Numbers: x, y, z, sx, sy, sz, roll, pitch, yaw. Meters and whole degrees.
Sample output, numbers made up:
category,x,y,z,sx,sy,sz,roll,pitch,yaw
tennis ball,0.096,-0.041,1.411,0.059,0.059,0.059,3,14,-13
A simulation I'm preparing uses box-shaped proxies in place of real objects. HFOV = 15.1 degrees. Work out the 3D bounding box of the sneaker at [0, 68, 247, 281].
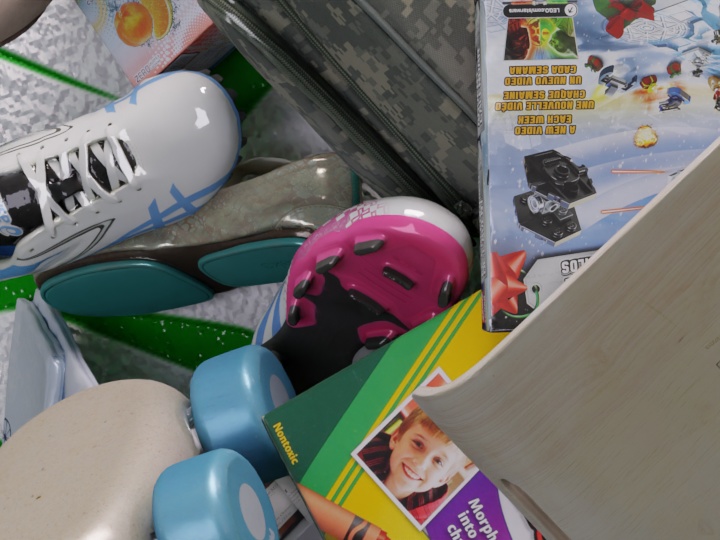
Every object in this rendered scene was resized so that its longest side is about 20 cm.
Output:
category,x,y,z,sx,sy,sz,roll,pitch,yaw
sneaker,-0.138,-0.040,1.311,0.199,0.072,0.072,-22,97,33

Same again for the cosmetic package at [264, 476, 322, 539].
category,x,y,z,sx,sy,sz,roll,pitch,yaw
cosmetic package,-0.040,0.126,1.301,0.200,0.051,0.083,-47,34,4

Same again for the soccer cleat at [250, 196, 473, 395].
category,x,y,z,sx,sy,sz,roll,pitch,yaw
soccer cleat,0.000,0.000,1.218,0.070,0.087,0.200,28,148,-9

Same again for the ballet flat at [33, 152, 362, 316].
category,x,y,z,sx,sy,sz,roll,pitch,yaw
ballet flat,-0.077,-0.019,1.358,0.199,0.067,0.063,-8,61,33

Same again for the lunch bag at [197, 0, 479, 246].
category,x,y,z,sx,sy,sz,roll,pitch,yaw
lunch bag,0.026,-0.110,1.197,0.200,0.140,0.167,45,156,-19

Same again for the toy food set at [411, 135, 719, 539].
category,x,y,z,sx,sy,sz,roll,pitch,yaw
toy food set,0.138,0.030,1.055,0.200,0.060,0.144,-43,106,2

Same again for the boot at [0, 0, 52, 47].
category,x,y,z,sx,sy,sz,roll,pitch,yaw
boot,-0.127,-0.190,1.276,0.070,0.201,0.146,43,142,-17

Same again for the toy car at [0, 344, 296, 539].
category,x,y,z,sx,sy,sz,roll,pitch,yaw
toy car,-0.094,0.168,1.208,0.183,0.177,0.201,-19,113,15

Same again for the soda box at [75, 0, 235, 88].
category,x,y,z,sx,sy,sz,roll,pitch,yaw
soda box,-0.047,-0.171,1.301,0.200,0.063,0.069,-39,80,29

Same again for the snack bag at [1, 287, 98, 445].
category,x,y,z,sx,sy,sz,roll,pitch,yaw
snack bag,-0.160,0.127,1.378,0.200,0.021,0.190,-134,50,-65

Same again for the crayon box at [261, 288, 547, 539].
category,x,y,z,sx,sy,sz,roll,pitch,yaw
crayon box,0.081,0.107,1.127,0.172,0.058,0.201,-30,71,4

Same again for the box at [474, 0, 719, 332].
category,x,y,z,sx,sy,sz,roll,pitch,yaw
box,0.147,-0.045,1.095,0.198,0.040,0.138,-1,89,-3
